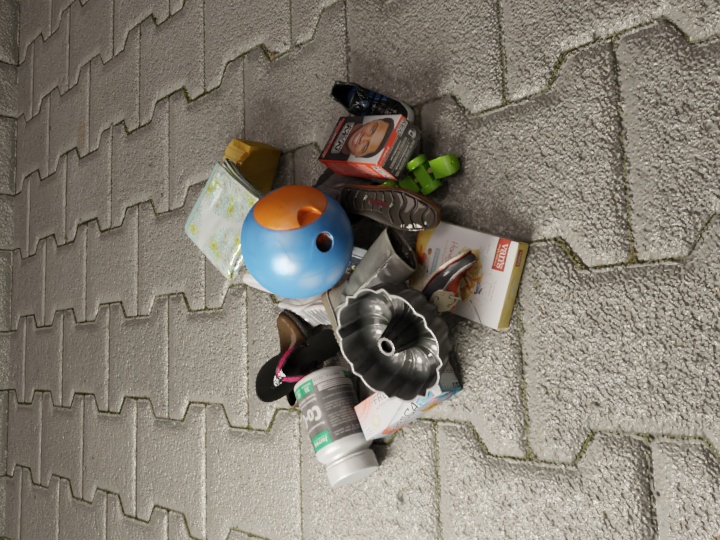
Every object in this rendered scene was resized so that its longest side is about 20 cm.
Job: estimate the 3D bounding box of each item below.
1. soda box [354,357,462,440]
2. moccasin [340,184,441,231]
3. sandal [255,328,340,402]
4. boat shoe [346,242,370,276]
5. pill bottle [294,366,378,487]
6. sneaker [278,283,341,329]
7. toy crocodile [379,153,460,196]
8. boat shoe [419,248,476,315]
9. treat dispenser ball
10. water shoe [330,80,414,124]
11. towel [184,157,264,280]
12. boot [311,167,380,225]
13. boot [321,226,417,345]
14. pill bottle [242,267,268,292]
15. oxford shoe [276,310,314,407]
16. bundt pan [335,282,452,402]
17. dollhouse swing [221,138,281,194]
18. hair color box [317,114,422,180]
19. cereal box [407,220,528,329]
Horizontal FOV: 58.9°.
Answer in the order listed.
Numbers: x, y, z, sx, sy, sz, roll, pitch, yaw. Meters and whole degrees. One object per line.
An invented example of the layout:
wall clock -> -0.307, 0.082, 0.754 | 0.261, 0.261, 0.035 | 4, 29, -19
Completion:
soda box -> 0.080, 0.227, 1.127 | 0.200, 0.063, 0.069 | -42, 59, 34
moccasin -> 0.058, -0.111, 1.114 | 0.200, 0.077, 0.074 | 10, 105, 40
sandal -> -0.123, 0.181, 1.249 | 0.075, 0.200, 0.045 | 54, 164, 2
boat shoe -> 0.000, 0.000, 1.217 | 0.200, 0.071, 0.092 | 20, 101, 42
pill bottle -> -0.044, 0.293, 1.205 | 0.113, 0.113, 0.201 | -42, 59, 33
sneaker -> -0.094, 0.069, 1.320 | 0.199, 0.075, 0.082 | -5, 47, 49
toy crocodile -> 0.093, -0.154, 1.151 | 0.200, 0.062, 0.068 | -33, 91, 43
boat shoe -> 0.129, 0.043, 1.039 | 0.063, 0.071, 0.200 | 53, 129, 18
treat dispenser ball -> -0.112, -0.050, 1.131 | 0.200, 0.200, 0.202 | -5, 83, 43
water shoe -> 0.016, -0.308, 1.222 | 0.200, 0.079, 0.072 | 35, 111, 40
towel -> -0.279, -0.109, 1.332 | 0.171, 0.048, 0.201 | 45, 116, 29
boot -> -0.062, -0.117, 1.243 | 0.200, 0.070, 0.131 | -51, 49, -5
boot -> 0.031, 0.051, 1.125 | 0.200, 0.072, 0.183 | -38, 72, 26
pill bottle -> -0.166, -0.056, 1.340 | 0.111, 0.111, 0.201 | 6, 75, 44
oxford shoe -> -0.139, 0.181, 1.296 | 0.072, 0.084, 0.201 | -15, 90, 46
bundt pan -> 0.061, 0.105, 1.027 | 0.201, 0.076, 0.203 | 19, 124, 31
dollhouse swing -> -0.303, -0.209, 1.470 | 0.175, 0.182, 0.201 | 24, 104, 21
hair color box -> 0.013, -0.226, 1.166 | 0.200, 0.061, 0.102 | 17, 78, 54
cereal box -> 0.173, 0.001, 1.072 | 0.199, 0.039, 0.145 | 19, 101, 43
